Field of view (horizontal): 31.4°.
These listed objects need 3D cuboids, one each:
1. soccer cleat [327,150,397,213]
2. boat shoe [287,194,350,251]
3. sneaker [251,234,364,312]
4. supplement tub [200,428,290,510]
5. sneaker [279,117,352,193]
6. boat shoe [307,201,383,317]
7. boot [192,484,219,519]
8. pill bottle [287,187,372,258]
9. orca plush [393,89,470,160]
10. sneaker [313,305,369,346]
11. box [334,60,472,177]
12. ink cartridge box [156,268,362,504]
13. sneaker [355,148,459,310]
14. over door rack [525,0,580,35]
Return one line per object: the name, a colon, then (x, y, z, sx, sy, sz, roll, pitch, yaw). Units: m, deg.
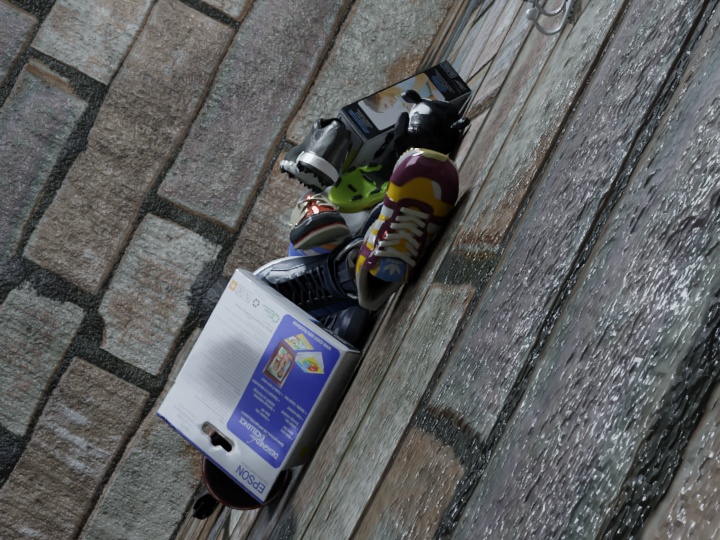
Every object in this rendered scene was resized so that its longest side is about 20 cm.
soccer cleat: (0.027, -0.107, 1.678, 0.200, 0.065, 0.084, -34, -29, -45)
boat shoe: (-0.055, -0.061, 1.548, 0.200, 0.071, 0.063, 176, 79, -88)
sneaker: (-0.052, 0.014, 1.512, 0.202, 0.077, 0.146, -20, 4, -7)
supplement tub: (-0.143, 0.230, 1.582, 0.107, 0.107, 0.200, -63, 4, -5)
sneaker: (-0.050, -0.152, 1.648, 0.091, 0.066, 0.200, -59, 11, -5)
boat shoe: (0.000, 0.000, 1.637, 0.200, 0.072, 0.072, -52, 1, 7)
boot: (-0.275, 0.394, 2.411, 0.200, 0.069, 0.174, -54, 8, 49)
pill bottle: (-0.045, -0.008, 1.756, 0.112, 0.112, 0.200, -67, -7, -48)
orca plush: (0.094, -0.182, 1.554, 0.071, 0.105, 0.200, -20, -6, 21)
sneaker: (-0.049, 0.083, 1.544, 0.070, 0.082, 0.200, -63, 5, -27)
box: (0.043, -0.197, 1.727, 0.200, 0.060, 0.117, -28, -16, -34)
ink cartridge box: (-0.118, 0.130, 1.468, 0.047, 0.198, 0.200, 15, -75, -55)
sneaker: (0.046, -0.037, 1.300, 0.200, 0.075, 0.090, 113, 173, -52)
over door rack: (0.205, -0.325, 1.161, 0.200, 0.067, 0.148, -60, 5, 27)
